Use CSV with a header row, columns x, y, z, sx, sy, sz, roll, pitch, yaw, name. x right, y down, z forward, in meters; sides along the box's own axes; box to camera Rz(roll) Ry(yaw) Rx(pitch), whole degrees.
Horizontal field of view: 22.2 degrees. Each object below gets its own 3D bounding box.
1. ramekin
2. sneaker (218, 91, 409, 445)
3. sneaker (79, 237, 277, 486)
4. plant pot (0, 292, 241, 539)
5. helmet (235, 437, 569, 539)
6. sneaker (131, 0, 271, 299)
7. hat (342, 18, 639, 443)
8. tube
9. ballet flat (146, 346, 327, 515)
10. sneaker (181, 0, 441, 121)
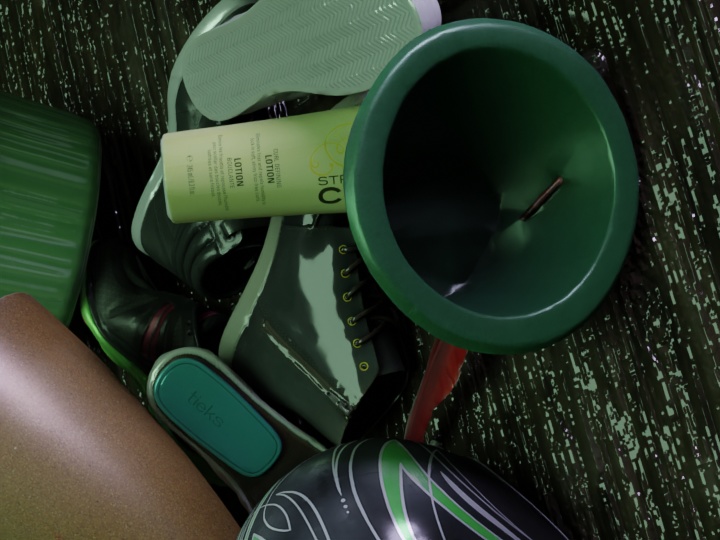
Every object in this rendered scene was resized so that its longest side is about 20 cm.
x,y,z,sx,sy,sz,roll,pitch,yaw,name
-0.245,-0.026,1.252,0.200,0.098,0.200,-167,90,-72,ramekin
0.000,0.000,1.077,0.106,0.075,0.200,34,114,28,sneaker
-0.114,0.048,1.193,0.084,0.077,0.200,-46,60,15,sneaker
-0.169,0.146,1.068,0.200,0.186,0.186,34,117,8,plant pot
0.016,0.185,0.967,0.191,0.200,0.200,40,119,11,helmet
-0.077,-0.070,1.152,0.099,0.071,0.200,43,124,36,sneaker
0.035,-0.020,1.003,0.200,0.166,0.176,-67,16,-17,hat
-0.009,-0.062,1.017,0.058,0.200,0.052,85,180,-46,tube
-0.049,0.121,1.099,0.200,0.069,0.069,47,128,-4,ballet flat
-0.002,-0.139,1.035,0.200,0.116,0.074,-7,103,50,sneaker
